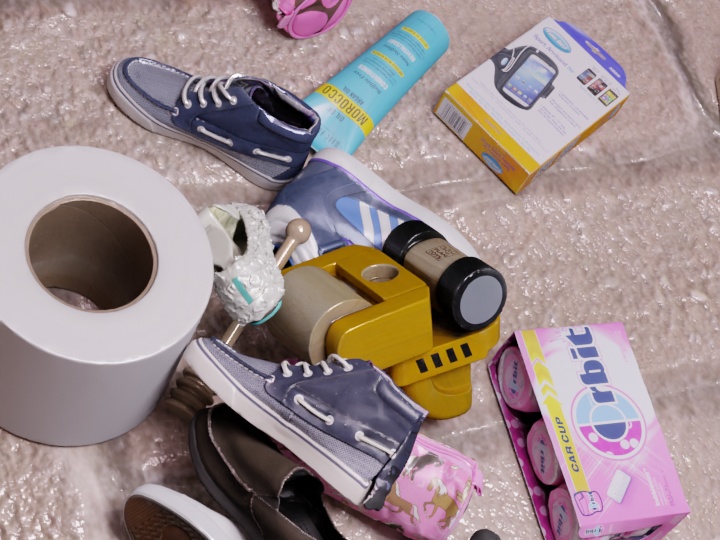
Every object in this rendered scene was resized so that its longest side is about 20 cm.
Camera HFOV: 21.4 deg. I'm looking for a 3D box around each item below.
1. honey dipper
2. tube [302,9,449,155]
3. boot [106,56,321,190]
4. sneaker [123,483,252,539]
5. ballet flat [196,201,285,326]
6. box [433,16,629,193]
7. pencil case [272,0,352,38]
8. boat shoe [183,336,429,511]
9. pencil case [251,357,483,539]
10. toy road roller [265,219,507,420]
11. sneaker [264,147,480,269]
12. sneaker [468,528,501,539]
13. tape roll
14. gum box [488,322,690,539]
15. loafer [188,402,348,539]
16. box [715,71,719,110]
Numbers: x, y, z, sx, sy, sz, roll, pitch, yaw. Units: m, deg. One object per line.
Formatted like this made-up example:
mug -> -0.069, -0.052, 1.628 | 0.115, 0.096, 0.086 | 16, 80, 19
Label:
honey dipper -> -0.099, 0.038, 1.608 | 0.038, 0.038, 0.201 | 31, 70, 0
tube -> 0.009, -0.176, 1.829 | 0.077, 0.051, 0.200 | 36, 57, 13
boot -> -0.130, -0.155, 1.725 | 0.199, 0.091, 0.073 | 27, 52, -4
sneaker -> -0.096, 0.229, 1.512 | 0.199, 0.073, 0.085 | 37, 33, 2
ballet flat -> -0.109, -0.022, 1.598 | 0.071, 0.072, 0.200 | 6, 20, -18
box -> 0.178, -0.171, 1.896 | 0.119, 0.042, 0.200 | 45, 51, 10
pencil case -> -0.090, -0.322, 1.856 | 0.093, 0.091, 0.201 | -26, 69, -26
boat shoe -> -0.038, 0.092, 1.494 | 0.199, 0.075, 0.093 | 37, 94, 9
pencil case -> 0.003, 0.152, 1.577 | 0.199, 0.087, 0.083 | 30, 68, 0
toy road roller -> 0.026, 0.059, 1.607 | 0.198, 0.147, 0.123 | -17, 30, -26
sneaker -> 0.000, 0.000, 1.695 | 0.199, 0.081, 0.147 | 38, 64, -4
sneaker -> 0.050, 0.274, 1.532 | 0.090, 0.076, 0.200 | 31, 49, 9
tape roll -> -0.230, 0.021, 1.538 | 0.201, 0.139, 0.204 | 10, 56, -15
gum box -> 0.200, 0.151, 1.674 | 0.112, 0.066, 0.202 | -4, 60, -25
loafer -> -0.061, 0.171, 1.484 | 0.073, 0.072, 0.200 | -5, 47, -47
box -> 0.428, -0.132, 1.946 | 0.094, 0.078, 0.202 | 11, 55, -15
